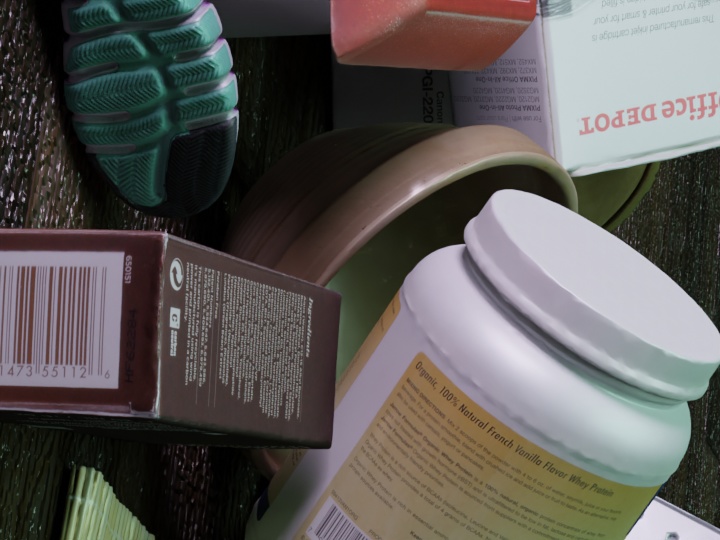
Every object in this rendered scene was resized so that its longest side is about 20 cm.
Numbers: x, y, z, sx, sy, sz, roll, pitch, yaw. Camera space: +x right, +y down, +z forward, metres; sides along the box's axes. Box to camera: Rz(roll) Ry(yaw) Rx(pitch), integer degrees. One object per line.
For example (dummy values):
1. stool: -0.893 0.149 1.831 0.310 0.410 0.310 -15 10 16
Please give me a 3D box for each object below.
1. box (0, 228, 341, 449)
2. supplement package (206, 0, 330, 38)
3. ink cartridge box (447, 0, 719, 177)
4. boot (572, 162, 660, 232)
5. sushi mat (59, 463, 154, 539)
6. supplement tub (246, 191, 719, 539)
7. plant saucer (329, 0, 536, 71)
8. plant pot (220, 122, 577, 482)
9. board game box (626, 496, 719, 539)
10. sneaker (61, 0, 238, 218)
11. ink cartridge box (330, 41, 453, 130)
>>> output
1. box: -0.087 0.030 1.148 0.200 0.100 0.075 15 76 -70
2. supplement package: -0.032 -0.213 1.276 0.120 0.121 0.201 22 69 -69
3. ink cartridge box: 0.113 -0.155 1.424 0.145 0.083 0.201 -12 101 -39
4. boot: 0.071 -0.024 1.517 0.175 0.066 0.200 -53 163 20
5. sushi mat: -0.116 0.191 1.190 0.096 0.012 0.201 58 36 -59
6. supplement tub: 0.055 0.080 1.266 0.200 0.144 0.144 -56 170 18
7. plant saucer: 0.036 -0.188 1.235 0.199 0.037 0.201 -8 96 -69
8. plant pot: 0.000 0.000 1.353 0.200 0.093 0.201 -32 147 -24
9. board game box: 0.083 0.190 1.439 0.201 0.199 0.026 -61 173 -20
10. sneaker: -0.088 -0.122 1.191 0.088 0.074 0.201 -72 154 -55
11. ink cartridge box: 0.051 -0.139 1.584 0.200 0.084 0.147 -12 101 -73
